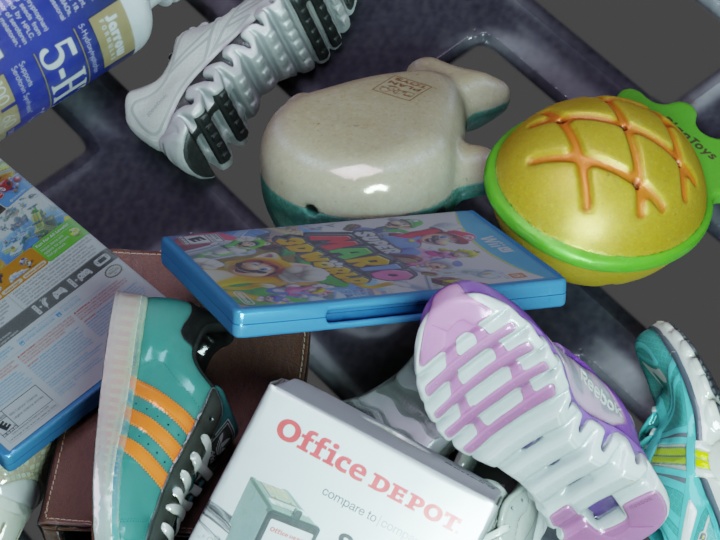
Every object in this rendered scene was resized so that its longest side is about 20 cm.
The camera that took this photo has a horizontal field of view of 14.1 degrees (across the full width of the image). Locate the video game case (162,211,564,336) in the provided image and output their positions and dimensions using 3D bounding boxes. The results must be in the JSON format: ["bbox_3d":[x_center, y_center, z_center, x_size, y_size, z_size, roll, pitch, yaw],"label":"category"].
[{"bbox_3d":[0.000,0.000,1.689,0.199,0.018,0.143,-5,19,-20],"label":"video game case"}]

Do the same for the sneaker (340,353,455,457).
[{"bbox_3d":[0.029,0.100,1.738,0.200,0.082,0.075,-36,69,6],"label":"sneaker"}]

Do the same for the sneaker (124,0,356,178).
[{"bbox_3d":[-0.079,-0.152,1.954,0.081,0.075,0.200,24,60,37],"label":"sneaker"}]

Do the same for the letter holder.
[{"bbox_3d":[-0.097,0.097,1.743,0.141,0.101,0.201,1,53,10],"label":"letter holder"}]

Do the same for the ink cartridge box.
[{"bbox_3d":[-0.029,0.178,1.595,0.145,0.084,0.201,27,92,4],"label":"ink cartridge box"}]

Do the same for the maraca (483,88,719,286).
[{"bbox_3d":[0.161,-0.057,1.811,0.137,0.107,0.199,43,45,22],"label":"maraca"}]

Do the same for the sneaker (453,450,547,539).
[{"bbox_3d":[0.066,0.169,1.658,0.075,0.092,0.201,-3,52,10],"label":"sneaker"}]

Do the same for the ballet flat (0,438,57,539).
[{"bbox_3d":[-0.239,0.161,1.727,0.200,0.067,0.062,-41,63,10],"label":"ballet flat"}]

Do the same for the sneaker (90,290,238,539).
[{"bbox_3d":[-0.109,0.102,1.634,0.079,0.072,0.201,5,61,-3],"label":"sneaker"}]

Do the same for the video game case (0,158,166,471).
[{"bbox_3d":[-0.218,0.018,1.741,0.143,0.018,0.200,-38,58,-23],"label":"video game case"}]

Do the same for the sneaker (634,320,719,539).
[{"bbox_3d":[0.182,0.114,1.692,0.079,0.078,0.201,-16,51,10],"label":"sneaker"}]

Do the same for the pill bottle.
[{"bbox_3d":[-0.209,-0.180,1.967,0.200,0.120,0.120,-35,54,-15],"label":"pill bottle"}]

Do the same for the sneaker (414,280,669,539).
[{"bbox_3d":[0.097,0.070,1.630,0.080,0.200,0.089,-29,34,21],"label":"sneaker"}]

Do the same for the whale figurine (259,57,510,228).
[{"bbox_3d":[0.019,-0.068,1.864,0.158,0.104,0.200,17,33,24],"label":"whale figurine"}]
